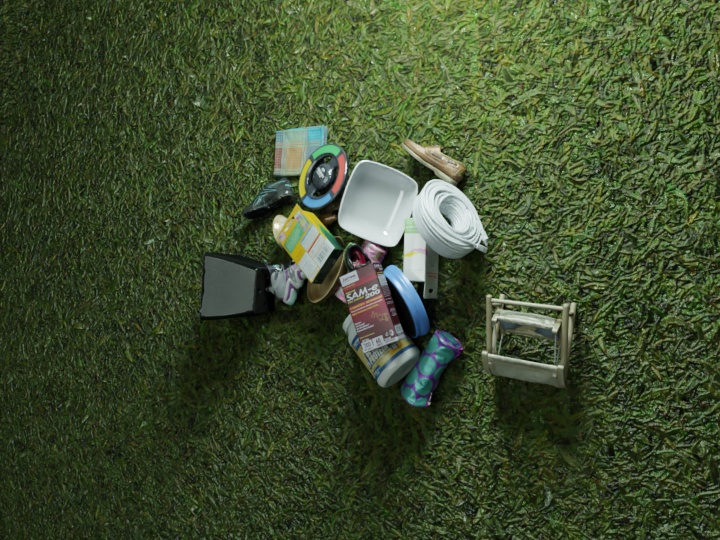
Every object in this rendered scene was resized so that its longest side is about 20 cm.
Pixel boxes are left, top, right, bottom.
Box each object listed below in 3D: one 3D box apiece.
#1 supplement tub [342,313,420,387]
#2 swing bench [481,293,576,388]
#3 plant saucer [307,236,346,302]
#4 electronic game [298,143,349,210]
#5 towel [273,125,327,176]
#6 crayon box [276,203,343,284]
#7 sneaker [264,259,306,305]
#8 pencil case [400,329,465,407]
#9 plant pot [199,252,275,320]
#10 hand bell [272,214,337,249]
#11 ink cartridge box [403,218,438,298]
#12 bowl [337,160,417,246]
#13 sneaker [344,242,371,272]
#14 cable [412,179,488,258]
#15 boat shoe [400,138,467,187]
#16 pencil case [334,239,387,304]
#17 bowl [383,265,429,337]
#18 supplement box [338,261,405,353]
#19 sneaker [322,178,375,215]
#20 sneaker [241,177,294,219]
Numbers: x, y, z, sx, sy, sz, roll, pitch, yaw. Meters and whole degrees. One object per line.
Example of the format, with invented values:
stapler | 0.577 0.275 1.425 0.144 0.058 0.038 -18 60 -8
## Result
supplement tub | 0.055 0.196 1.641 0.145 0.143 0.201 -48 67 20
swing bench | 0.401 0.169 1.443 0.194 0.129 0.208 5 92 30
plant saucer | -0.089 0.003 1.753 0.200 0.035 0.204 -43 34 38
electronic game | -0.110 -0.273 1.764 0.196 0.041 0.207 -17 64 37
towel | -0.189 -0.368 1.878 0.195 0.021 0.152 2 89 31
crayon box | -0.146 -0.077 1.731 0.201 0.051 0.127 49 114 29
sneaker | -0.223 -0.008 1.820 0.137 0.078 0.204 26 103 -10
pencil case | 0.188 0.262 1.594 0.092 0.084 0.204 35 105 26
plant pot | -0.369 0.054 1.883 0.172 0.199 0.207 4 90 20
hand bell | -0.155 -0.137 1.810 0.195 0.103 0.108 -13 82 26
ink cartridge box | 0.161 -0.030 1.599 0.065 0.116 0.208 1 88 25
bowl | 0.043 -0.188 1.663 0.194 0.075 0.205 20 100 -13
sneaker | 0.008 0.017 1.611 0.075 0.084 0.204 -27 76 -8
cable | 0.220 -0.129 1.527 0.069 0.195 0.206 -42 49 45
boat shoe | 0.199 -0.302 1.620 0.198 0.072 0.069 39 103 16
pencil case | 0.000 0.000 1.717 0.086 0.082 0.203 41 109 25
bowl | 0.112 0.085 1.589 0.039 0.202 0.203 -28 70 -12
supplement box | 0.029 0.094 1.536 0.106 0.061 0.206 -22 82 23
sneaker | -0.022 -0.212 1.757 0.196 0.070 0.078 -17 96 35
sneaker | -0.294 -0.225 1.917 0.195 0.075 0.082 -23 66 20
